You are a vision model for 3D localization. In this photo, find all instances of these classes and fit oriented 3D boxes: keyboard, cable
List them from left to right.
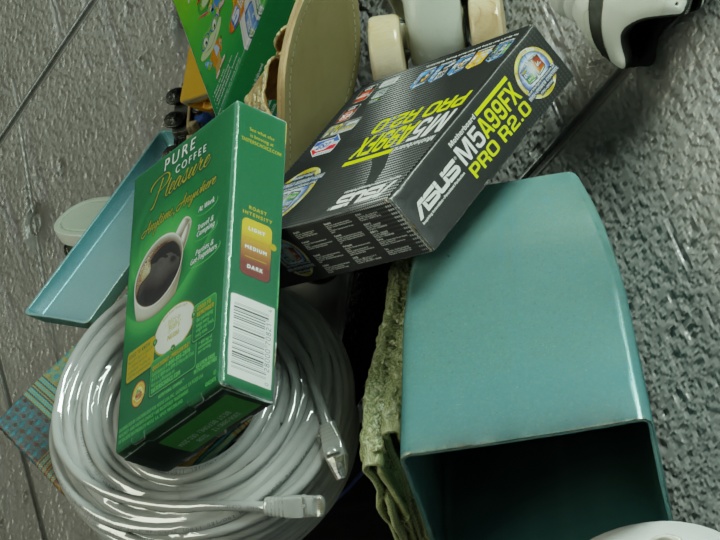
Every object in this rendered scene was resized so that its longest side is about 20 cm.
[{"bbox_3d":[-0.098,0.095,1.543,0.199,0.069,0.201,-11,55,12],"label":"cable"},{"bbox_3d":[0.000,0.000,1.627,0.104,0.039,0.201,126,159,-49],"label":"keyboard"}]

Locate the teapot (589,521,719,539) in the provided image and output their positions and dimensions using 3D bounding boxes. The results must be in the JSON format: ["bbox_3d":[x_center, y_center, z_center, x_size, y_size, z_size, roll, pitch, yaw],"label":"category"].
[{"bbox_3d":[0.145,0.239,1.351,0.197,0.146,0.201,-7,89,49],"label":"teapot"}]

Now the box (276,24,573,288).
[{"bbox_3d":[0.021,-0.066,1.495,0.160,0.044,0.200,-50,19,-27],"label":"box"}]

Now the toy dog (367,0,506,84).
[{"bbox_3d":[0.048,-0.215,1.629,0.096,0.131,0.201,-4,-74,-88],"label":"toy dog"}]

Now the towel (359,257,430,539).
[{"bbox_3d":[0.036,0.072,1.526,0.036,0.149,0.201,1,53,14],"label":"towel"}]

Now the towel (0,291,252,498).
[{"bbox_3d":[-0.132,0.075,1.625,0.200,0.022,0.147,-45,56,-8],"label":"towel"}]

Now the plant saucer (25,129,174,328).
[{"bbox_3d":[-0.178,-0.032,1.867,0.070,0.019,0.200,7,52,39],"label":"plant saucer"}]

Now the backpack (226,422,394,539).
[{"bbox_3d":[-0.070,0.197,1.648,0.190,0.200,0.155,15,133,55],"label":"backpack"}]

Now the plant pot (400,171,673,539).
[{"bbox_3d":[0.099,0.050,1.438,0.141,0.142,0.201,-9,54,8],"label":"plant pot"}]

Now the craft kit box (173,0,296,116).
[{"bbox_3d":[-0.067,-0.230,1.700,0.198,0.048,0.201,-110,38,-57],"label":"craft kit box"}]

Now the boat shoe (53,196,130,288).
[{"bbox_3d":[-0.156,-0.016,1.902,0.200,0.076,0.060,13,136,45],"label":"boat shoe"}]

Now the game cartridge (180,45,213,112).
[{"bbox_3d":[-0.064,-0.228,1.807,0.176,0.032,0.201,-10,65,56],"label":"game cartridge"}]

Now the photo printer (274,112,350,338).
[{"bbox_3d":[-0.053,-0.034,1.726,0.166,0.069,0.201,-167,85,-72],"label":"photo printer"}]

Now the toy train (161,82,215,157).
[{"bbox_3d":[-0.126,-0.077,1.844,0.046,0.034,0.201,-12,45,10],"label":"toy train"}]

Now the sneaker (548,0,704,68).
[{"bbox_3d":[0.195,-0.202,1.453,0.080,0.074,0.200,57,135,23],"label":"sneaker"}]

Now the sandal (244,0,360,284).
[{"bbox_3d":[-0.050,-0.099,1.613,0.069,0.077,0.213,12,108,38],"label":"sandal"}]

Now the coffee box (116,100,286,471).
[{"bbox_3d":[-0.096,0.009,1.485,0.123,0.044,0.201,-35,45,44],"label":"coffee box"}]
